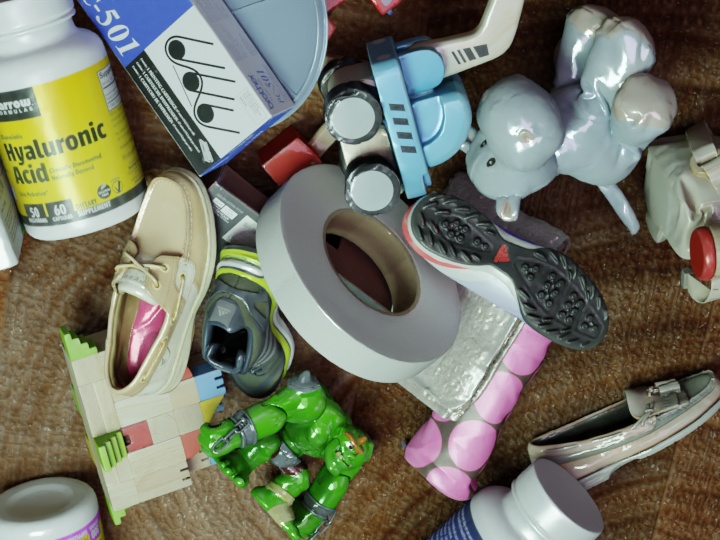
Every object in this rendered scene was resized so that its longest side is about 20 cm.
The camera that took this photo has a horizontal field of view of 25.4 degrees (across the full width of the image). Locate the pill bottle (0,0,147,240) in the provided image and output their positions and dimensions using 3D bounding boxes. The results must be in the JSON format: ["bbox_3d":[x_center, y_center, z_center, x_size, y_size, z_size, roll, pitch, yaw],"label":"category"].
[{"bbox_3d":[-0.255,-0.136,1.335,0.111,0.111,0.201,-16,109,-3],"label":"pill bottle"}]

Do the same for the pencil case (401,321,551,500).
[{"bbox_3d":[0.117,0.110,1.492,0.091,0.094,0.200,36,104,27],"label":"pencil case"}]

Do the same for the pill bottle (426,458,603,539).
[{"bbox_3d":[0.128,0.275,1.509,0.120,0.120,0.200,36,112,-18],"label":"pill bottle"}]

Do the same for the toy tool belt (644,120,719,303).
[{"bbox_3d":[0.331,-0.056,1.410,0.122,0.200,0.125,-5,118,-5],"label":"toy tool belt"}]

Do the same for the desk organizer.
[{"bbox_3d":[-0.062,-0.021,1.411,0.200,0.077,0.072,37,126,-18],"label":"desk organizer"}]

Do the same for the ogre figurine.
[{"bbox_3d":[-0.060,0.165,1.471,0.120,0.098,0.200,-44,118,-4],"label":"ogre figurine"}]

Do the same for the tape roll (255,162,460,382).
[{"bbox_3d":[0.000,0.000,1.363,0.203,0.203,0.037,36,127,-18],"label":"tape roll"}]

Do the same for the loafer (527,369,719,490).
[{"bbox_3d":[0.255,0.147,1.535,0.200,0.072,0.063,-32,103,5],"label":"loafer"}]

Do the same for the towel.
[{"bbox_3d":[0.088,0.023,1.444,0.132,0.034,0.200,35,102,27],"label":"towel"}]

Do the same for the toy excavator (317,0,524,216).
[{"bbox_3d":[0.063,-0.163,1.321,0.199,0.100,0.195,-15,113,1],"label":"toy excavator"}]

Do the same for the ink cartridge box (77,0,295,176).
[{"bbox_3d":[-0.150,-0.188,1.318,0.094,0.044,0.200,-35,89,33],"label":"ink cartridge box"}]

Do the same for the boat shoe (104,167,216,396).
[{"bbox_3d":[-0.173,0.014,1.340,0.074,0.069,0.201,15,104,28],"label":"boat shoe"}]

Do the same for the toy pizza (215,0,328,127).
[{"bbox_3d":[-0.110,-0.214,1.332,0.200,0.032,0.201,11,114,26],"label":"toy pizza"}]

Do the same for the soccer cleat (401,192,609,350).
[{"bbox_3d":[0.124,0.001,1.373,0.200,0.073,0.068,32,81,-7],"label":"soccer cleat"}]

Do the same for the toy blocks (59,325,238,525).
[{"bbox_3d":[-0.183,0.121,1.451,0.136,0.100,0.201,-18,110,-15],"label":"toy blocks"}]

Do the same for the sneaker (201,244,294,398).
[{"bbox_3d":[-0.107,0.061,1.392,0.074,0.081,0.200,17,148,15],"label":"sneaker"}]

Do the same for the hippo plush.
[{"bbox_3d":[0.160,-0.132,1.377,0.160,0.160,0.200,-14,150,-14],"label":"hippo plush"}]

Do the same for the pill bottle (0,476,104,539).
[{"bbox_3d":[-0.280,0.300,1.479,0.104,0.104,0.201,-9,110,-6],"label":"pill bottle"}]

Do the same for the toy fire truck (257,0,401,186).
[{"bbox_3d":[-0.029,-0.183,1.388,0.200,0.049,0.141,-35,110,4],"label":"toy fire truck"}]

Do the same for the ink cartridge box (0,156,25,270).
[{"bbox_3d":[-0.348,-0.104,1.313,0.084,0.146,0.201,-17,109,-2],"label":"ink cartridge box"}]
